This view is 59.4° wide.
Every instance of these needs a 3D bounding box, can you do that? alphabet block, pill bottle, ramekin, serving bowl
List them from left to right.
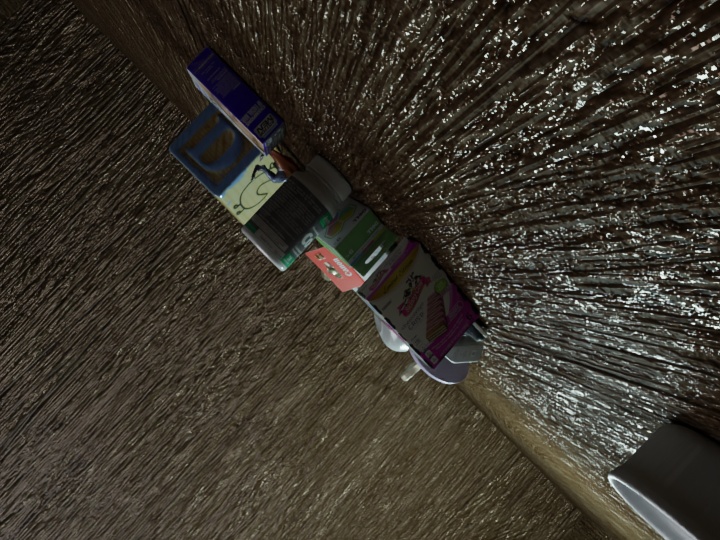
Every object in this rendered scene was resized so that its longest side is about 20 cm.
[{"bbox_3d":[-0.312,-0.267,1.552,0.196,0.195,0.200,44,177,17],"label":"alphabet block"},{"bbox_3d":[-0.115,-0.108,1.167,0.113,0.200,0.113,43,176,4],"label":"pill bottle"},{"bbox_3d":[0.075,0.116,1.656,0.200,0.064,0.204,173,90,-79],"label":"serving bowl"},{"bbox_3d":[0.391,0.268,0.708,0.200,0.098,0.201,44,176,4],"label":"ramekin"}]

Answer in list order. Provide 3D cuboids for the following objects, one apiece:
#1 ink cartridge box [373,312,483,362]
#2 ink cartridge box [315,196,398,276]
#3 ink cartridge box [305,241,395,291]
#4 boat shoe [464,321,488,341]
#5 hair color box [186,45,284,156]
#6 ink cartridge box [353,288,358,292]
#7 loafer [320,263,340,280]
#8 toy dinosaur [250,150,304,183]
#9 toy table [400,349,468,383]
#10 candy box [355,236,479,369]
[{"bbox_3d":[0.142,0.143,1.360,0.197,0.048,0.160,1,-155,-34],"label":"ink cartridge box"},{"bbox_3d":[-0.021,-0.076,1.223,0.059,0.104,0.200,46,176,-34],"label":"ink cartridge box"},{"bbox_3d":[0.000,0.000,1.342,0.197,0.048,0.160,-14,138,29],"label":"ink cartridge box"},{"bbox_3d":[0.183,0.104,1.285,0.075,0.062,0.200,49,173,-34],"label":"boat shoe"},{"bbox_3d":[-0.235,-0.320,1.211,0.200,0.065,0.109,43,175,-3],"label":"hair color box"},{"bbox_3d":[0.019,0.039,2.021,0.145,0.083,0.200,44,175,8],"label":"ink cartridge box"},{"bbox_3d":[-0.045,-0.029,1.570,0.075,0.069,0.199,34,-152,19],"label":"loafer"},{"bbox_3d":[-0.152,-0.201,1.421,0.179,0.107,0.200,22,160,-5],"label":"toy dinosaur"},{"bbox_3d":[0.189,0.224,1.705,0.202,0.183,0.117,55,159,1],"label":"toy table"},{"bbox_3d":[0.105,0.059,1.123,0.200,0.137,0.061,46,173,-27],"label":"candy box"}]
